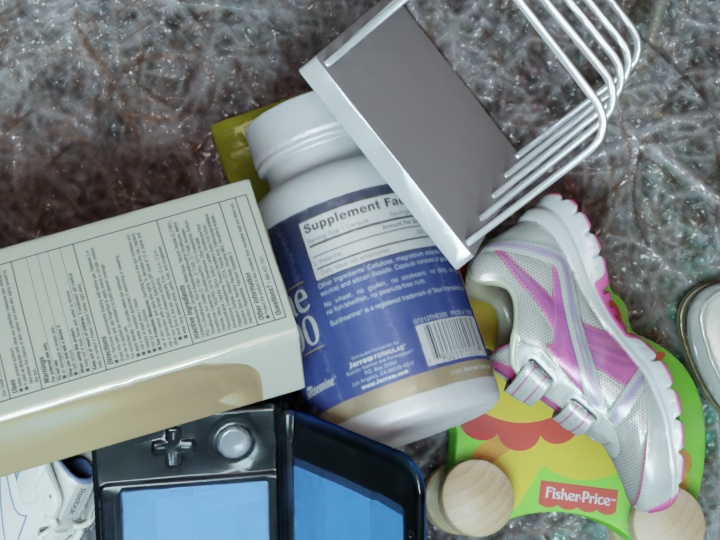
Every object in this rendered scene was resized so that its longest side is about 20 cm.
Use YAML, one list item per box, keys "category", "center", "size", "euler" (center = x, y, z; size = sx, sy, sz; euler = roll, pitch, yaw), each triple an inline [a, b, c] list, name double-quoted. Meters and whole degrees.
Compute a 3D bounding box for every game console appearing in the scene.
- category: "game console"
  center: [-0.057, 0.184, 1.060]
  size: [0.169, 0.118, 0.202]
  euler: [-4, 106, -10]

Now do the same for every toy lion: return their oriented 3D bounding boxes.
- category: "toy lion"
  center: [0.123, 0.077, 1.214]
  size: [0.198, 0.069, 0.194]
  euler: [9, 83, -8]

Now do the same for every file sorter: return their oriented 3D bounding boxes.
- category: "file sorter"
  center: [0.075, -0.119, 1.110]
  size: [0.124, 0.200, 0.139]
  euler: [-37, 96, 22]

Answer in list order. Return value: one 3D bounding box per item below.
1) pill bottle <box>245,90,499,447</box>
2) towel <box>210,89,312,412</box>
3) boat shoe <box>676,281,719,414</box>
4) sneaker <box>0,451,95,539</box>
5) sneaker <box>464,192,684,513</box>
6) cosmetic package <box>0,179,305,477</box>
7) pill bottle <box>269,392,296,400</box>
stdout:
- category: "pill bottle"
  center: [0.000, 0.000, 1.119]
  size: [0.110, 0.111, 0.202]
  euler: [-17, 79, -7]
- category: "towel"
  center: [-0.023, -0.010, 1.185]
  size: [0.085, 0.018, 0.202]
  euler: [-18, 80, -6]
- category: "boat shoe"
  center: [0.275, 0.093, 1.225]
  size: [0.074, 0.068, 0.201]
  euler: [-35, 95, -5]
- category: "sneaker"
  center: [-0.198, 0.144, 1.142]
  size: [0.074, 0.087, 0.202]
  euler: [-3, 102, -50]
- category: "sneaker"
  center: [0.124, 0.059, 1.156]
  size: [0.088, 0.081, 0.201]
  euler: [-23, 74, -13]
- category: "cosmetic package"
  center: [-0.138, 0.034, 1.037]
  size: [0.198, 0.071, 0.106]
  euler: [-15, 62, -6]
- category: "pill bottle"
  center: [-0.093, 0.084, 1.155]
  size: [0.110, 0.111, 0.202]
  euler: [-14, 94, -7]
